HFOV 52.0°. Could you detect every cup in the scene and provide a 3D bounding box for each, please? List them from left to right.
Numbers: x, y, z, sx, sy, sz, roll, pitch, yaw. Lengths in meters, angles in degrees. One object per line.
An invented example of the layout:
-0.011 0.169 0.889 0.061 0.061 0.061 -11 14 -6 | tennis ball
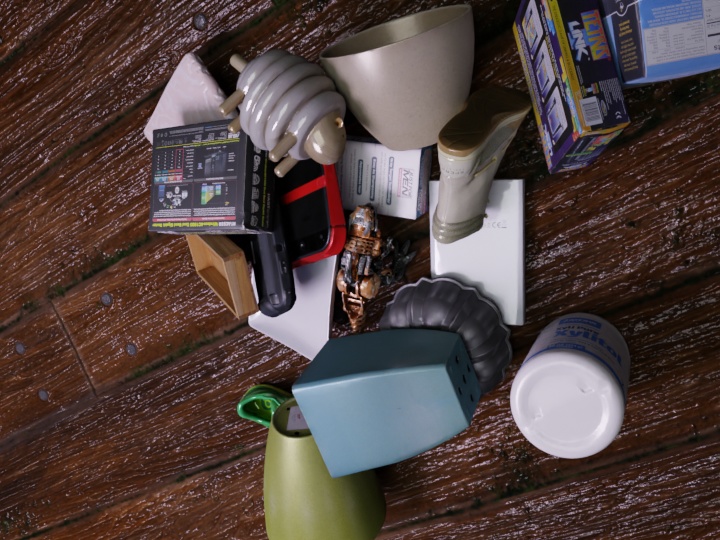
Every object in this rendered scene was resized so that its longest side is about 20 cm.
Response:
0.063 -0.240 0.953 0.199 0.200 0.144 -8 117 24 | cup

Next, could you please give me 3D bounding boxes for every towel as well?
-0.238 -0.195 1.128 0.200 0.032 0.191 54 135 5 | towel

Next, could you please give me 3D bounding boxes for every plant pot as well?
-0.065 0.286 1.077 0.186 0.187 0.201 4 122 21 | plant pot
0.046 0.160 0.967 0.199 0.141 0.142 -16 106 25 | plant pot

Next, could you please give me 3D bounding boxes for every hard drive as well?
0.164 -0.027 1.033 0.131 0.027 0.201 2 102 22 | hard drive

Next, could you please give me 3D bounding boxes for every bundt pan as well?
0.108 0.114 1.038 0.201 0.076 0.203 11 116 22 | bundt pan

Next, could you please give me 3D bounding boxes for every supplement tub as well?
0.269 0.138 0.930 0.131 0.200 0.133 5 104 21 | supplement tub

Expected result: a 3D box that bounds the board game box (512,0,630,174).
0.236 -0.231 0.850 0.056 0.165 0.201 -12 83 2 | board game box

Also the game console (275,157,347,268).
-0.091 -0.096 1.042 0.200 0.031 0.178 -16 79 52 | game console

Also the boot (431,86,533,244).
0.154 -0.138 0.952 0.072 0.200 0.155 24 135 24 | boot

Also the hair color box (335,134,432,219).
-0.002 -0.139 1.056 0.199 0.060 0.101 10 109 21 | hair color box

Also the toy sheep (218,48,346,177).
-0.095 -0.205 0.917 0.200 0.138 0.138 43 114 10 | toy sheep

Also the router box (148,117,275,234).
-0.210 -0.127 1.036 0.199 0.062 0.151 2 88 36 | router box

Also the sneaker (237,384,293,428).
-0.105 0.229 1.167 0.199 0.084 0.075 1 102 21 | sneaker

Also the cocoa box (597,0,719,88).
0.323 -0.273 0.802 0.133 0.200 0.132 -11 99 0 | cocoa box

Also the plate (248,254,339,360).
-0.097 0.018 1.114 0.199 0.032 0.201 21 111 45 | plate

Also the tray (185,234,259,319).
-0.213 -0.011 1.109 0.200 0.037 0.099 33 140 54 | tray

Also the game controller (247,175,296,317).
-0.132 -0.035 1.054 0.104 0.042 0.201 148 115 -65 | game controller

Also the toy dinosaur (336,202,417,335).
0.000 0.000 1.041 0.102 0.136 0.201 32 119 9 | toy dinosaur
